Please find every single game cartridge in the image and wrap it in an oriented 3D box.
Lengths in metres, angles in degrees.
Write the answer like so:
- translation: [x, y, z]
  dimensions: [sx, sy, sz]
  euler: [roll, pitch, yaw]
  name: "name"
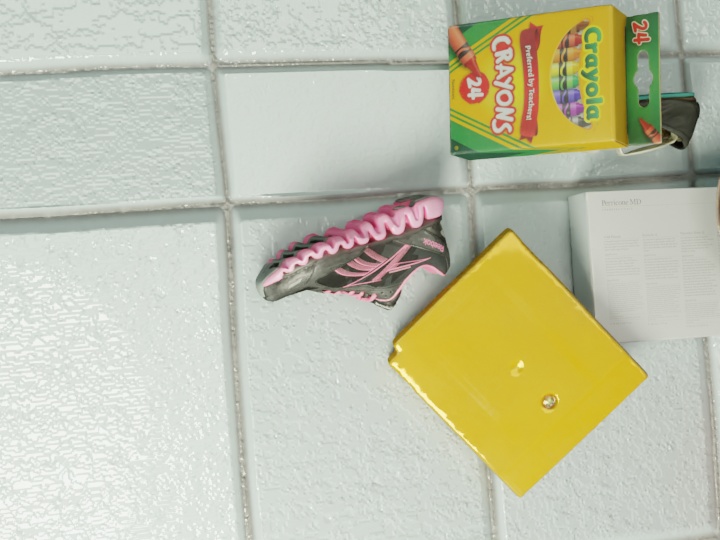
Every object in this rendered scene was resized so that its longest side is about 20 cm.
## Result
- translation: [0.149, 0.090, 1.183]
  dimensions: [0.176, 0.032, 0.200]
  euler: [-43, 96, 5]
  name: "game cartridge"

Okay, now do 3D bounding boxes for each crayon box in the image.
- translation: [0.181, -0.177, 1.155]
  dimensions: [0.198, 0.051, 0.129]
  euler: [-3, 87, 28]
  name: "crayon box"

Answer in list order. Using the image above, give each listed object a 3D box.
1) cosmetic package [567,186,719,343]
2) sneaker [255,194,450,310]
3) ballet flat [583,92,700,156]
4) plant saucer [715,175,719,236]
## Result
- translation: [0.315, -0.007, 1.245]
  dimensions: [0.198, 0.052, 0.153]
  euler: [-3, 90, -15]
  name: "cosmetic package"
- translation: [0.000, 0.000, 1.155]
  dimensions: [0.198, 0.079, 0.096]
  euler: [-21, 104, -14]
  name: "sneaker"
- translation: [0.252, -0.151, 1.229]
  dimensions: [0.198, 0.068, 0.069]
  euler: [2, 96, -14]
  name: "ballet flat"
- translation: [0.441, -0.072, 1.224]
  dimensions: [0.198, 0.037, 0.203]
  euler: [-1, 99, -9]
  name: "plant saucer"
